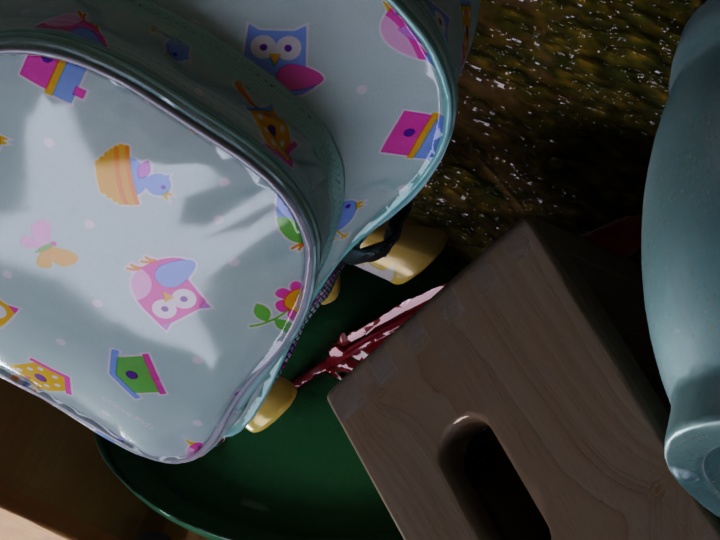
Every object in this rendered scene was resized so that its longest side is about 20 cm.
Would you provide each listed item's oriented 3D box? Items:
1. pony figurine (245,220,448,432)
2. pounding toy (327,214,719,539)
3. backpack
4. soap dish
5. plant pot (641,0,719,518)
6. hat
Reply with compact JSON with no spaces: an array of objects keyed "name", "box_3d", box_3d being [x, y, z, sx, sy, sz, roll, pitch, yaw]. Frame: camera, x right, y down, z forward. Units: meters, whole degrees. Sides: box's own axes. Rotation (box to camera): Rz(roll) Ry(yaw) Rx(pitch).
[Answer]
[{"name":"pony figurine","box_3d":[-0.099,-0.025,1.091,0.200,0.167,0.193,43,127,-12]},{"name":"pounding toy","box_3d":[0.085,0.111,1.027,0.184,0.142,0.200,22,-148,-50]},{"name":"backpack","box_3d":[-0.061,-0.055,0.905,0.176,0.153,0.200,31,121,-8]},{"name":"soap dish","box_3d":[-0.120,0.067,1.279,0.157,0.200,0.081,24,137,1]},{"name":"plant pot","box_3d":[0.169,0.018,0.911,0.200,0.134,0.200,21,160,8]},{"name":"hat","box_3d":[0.000,0.000,1.172,0.200,0.166,0.176,7,124,-1]}]
